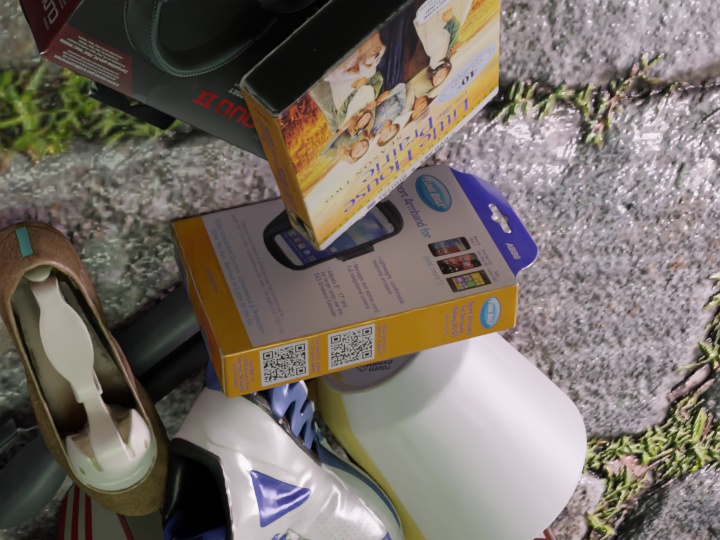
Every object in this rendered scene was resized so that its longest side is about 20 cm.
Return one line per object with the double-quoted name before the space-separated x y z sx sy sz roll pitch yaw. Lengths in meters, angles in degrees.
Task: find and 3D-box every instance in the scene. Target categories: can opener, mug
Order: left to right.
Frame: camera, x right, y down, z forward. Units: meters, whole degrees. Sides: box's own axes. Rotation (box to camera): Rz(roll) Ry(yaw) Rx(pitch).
"can opener" -0.153 0.088 0.948 0.200 0.067 0.053 -37 135 11
"mug" 0.033 0.101 0.998 0.186 0.149 0.153 -38 127 2

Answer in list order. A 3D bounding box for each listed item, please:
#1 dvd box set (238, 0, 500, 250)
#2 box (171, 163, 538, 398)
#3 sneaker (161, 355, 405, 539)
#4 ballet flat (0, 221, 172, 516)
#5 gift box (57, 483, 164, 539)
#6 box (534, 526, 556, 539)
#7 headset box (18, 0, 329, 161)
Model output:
"dvd box set" 0.012 -0.095 0.798 0.146 0.029 0.200 -42 164 -9
"box" 0.000 0.000 0.903 0.199 0.119 0.042 -11 134 -14
"sneaker" -0.062 0.144 0.943 0.115 0.080 0.200 -53 129 -26
"ballet flat" -0.155 0.067 0.876 0.068 0.072 0.201 -22 111 -11
"gift box" -0.118 0.236 1.027 0.186 0.185 0.200 6 124 -40
"box" 0.067 0.245 1.169 0.075 0.100 0.200 7 127 -29
"headset box" -0.063 -0.156 0.763 0.149 0.077 0.200 24 115 -38
